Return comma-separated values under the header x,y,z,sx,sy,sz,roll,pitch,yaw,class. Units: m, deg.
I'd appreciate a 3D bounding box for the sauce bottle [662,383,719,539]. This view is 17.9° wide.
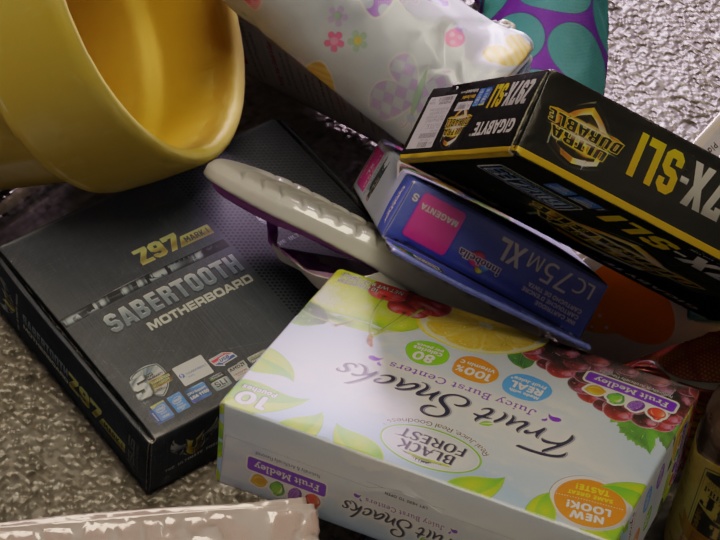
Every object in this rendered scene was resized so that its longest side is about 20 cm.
x,y,z,sx,sy,sz,roll,pitch,yaw,class
0.195,0.092,1.139,0.065,0.200,0.065,2,51,-2,sauce bottle

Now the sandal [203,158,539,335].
x,y,z,sx,sy,sz,roll,pitch,yaw,class
-0.002,0.000,1.227,0.203,0.082,0.050,27,95,10,sandal

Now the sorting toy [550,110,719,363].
x,y,z,sx,sy,sz,roll,pitch,yaw,class
0.237,0.007,1.304,0.180,0.107,0.200,42,55,3,sorting toy

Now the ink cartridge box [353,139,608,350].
x,y,z,sx,sy,sz,roll,pitch,yaw,class
0.063,-0.017,1.227,0.119,0.042,0.200,28,9,-9,ink cartridge box

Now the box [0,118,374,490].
x,y,z,sx,sy,sz,roll,pitch,yaw,class
-0.080,0.013,1.272,0.200,0.051,0.158,-26,57,-28,box

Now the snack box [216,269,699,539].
x,y,z,sx,sy,sz,roll,pitch,yaw,class
0.048,0.080,1.118,0.200,0.053,0.142,18,35,16,snack box

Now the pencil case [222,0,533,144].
x,y,z,sx,sy,sz,roll,pitch,yaw,class
-0.001,-0.145,1.264,0.200,0.083,0.091,38,97,5,pencil case

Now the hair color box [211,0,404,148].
x,y,z,sx,sy,sz,roll,pitch,yaw,class
-0.047,-0.154,1.381,0.200,0.102,0.061,28,75,16,hair color box

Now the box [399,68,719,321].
x,y,z,sx,sy,sz,roll,pitch,yaw,class
0.137,-0.033,1.137,0.200,0.160,0.049,26,81,-17,box

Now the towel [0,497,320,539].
x,y,z,sx,sy,sz,roll,pitch,yaw,class
-0.107,0.211,1.053,0.191,0.032,0.200,-3,83,-7,towel

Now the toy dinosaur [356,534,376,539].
x,y,z,sx,sy,sz,roll,pitch,yaw,class
0.012,0.174,1.156,0.181,0.105,0.200,-29,24,-17,toy dinosaur

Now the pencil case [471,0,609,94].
x,y,z,sx,sy,sz,roll,pitch,yaw,class
0.102,-0.119,1.386,0.092,0.085,0.200,-18,42,29,pencil case

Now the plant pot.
x,y,z,sx,sy,sz,roll,pitch,yaw,class
-0.194,-0.126,1.276,0.189,0.201,0.201,-19,44,25,plant pot

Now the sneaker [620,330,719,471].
x,y,z,sx,sy,sz,roll,pitch,yaw,class
0.212,0.057,1.219,0.200,0.073,0.077,-14,25,32,sneaker
